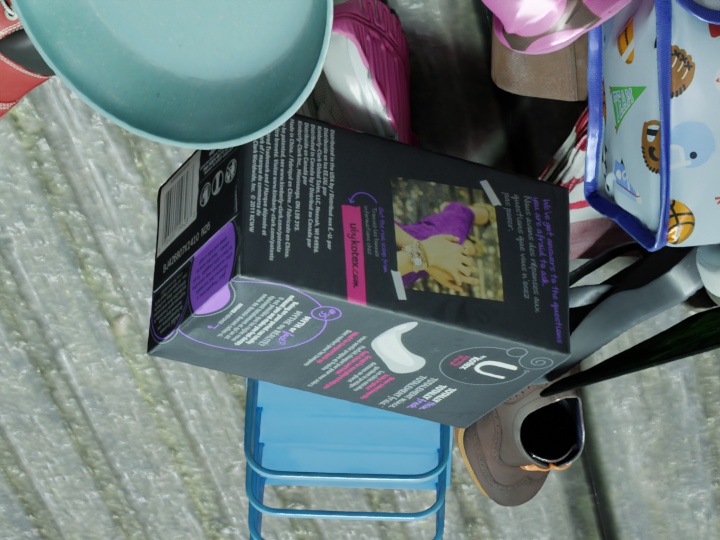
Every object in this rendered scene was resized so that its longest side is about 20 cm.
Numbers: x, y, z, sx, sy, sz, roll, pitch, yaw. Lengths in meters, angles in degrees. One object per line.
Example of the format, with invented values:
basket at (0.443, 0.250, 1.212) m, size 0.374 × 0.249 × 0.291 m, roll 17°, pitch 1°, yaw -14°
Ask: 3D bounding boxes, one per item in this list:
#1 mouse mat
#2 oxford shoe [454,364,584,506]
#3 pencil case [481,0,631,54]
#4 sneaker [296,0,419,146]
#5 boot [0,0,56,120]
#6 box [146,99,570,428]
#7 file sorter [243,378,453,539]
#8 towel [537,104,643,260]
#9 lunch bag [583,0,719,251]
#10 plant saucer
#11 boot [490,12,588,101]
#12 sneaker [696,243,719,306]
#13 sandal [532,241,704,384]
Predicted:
mouse mat at (0.214, 0.031, 1.560) m, size 0.161 × 0.008 × 0.200 m, roll -19°, pitch -179°, yaw 40°
oxford shoe at (0.107, 0.109, 1.733) m, size 0.071 × 0.073 × 0.200 m, roll -15°, pitch 147°, yaw -11°
pencil case at (0.048, -0.197, 1.241) m, size 0.091 × 0.094 × 0.200 m, roll -39°, pitch 108°, yaw -9°
sneaker at (-0.015, -0.075, 1.484) m, size 0.088 × 0.082 × 0.200 m, roll -3°, pitch 144°, yaw 4°
boot at (-0.245, -0.140, 1.419) m, size 0.144 × 0.073 × 0.200 m, roll -28°, pitch 143°, yaw 35°
box at (0.000, 0.000, 1.436) m, size 0.200 × 0.106 × 0.122 m, roll 15°, pitch 151°, yaw -24°
file sorter at (-0.009, 0.132, 1.743) m, size 0.138 × 0.123 × 0.200 m, roll 2°, pitch 145°, yaw 1°
towel at (0.172, -0.063, 1.500) m, size 0.144 × 0.023 × 0.200 m, roll -8°, pitch 151°, yaw -27°
lunch bag at (0.205, -0.120, 1.317) m, size 0.170 × 0.124 × 0.201 m, roll -4°, pitch 107°, yaw -17°
plant saucer at (-0.093, -0.159, 1.343) m, size 0.199 × 0.036 × 0.201 m, roll 15°, pitch 123°, yaw 24°
boot at (0.065, -0.150, 1.393) m, size 0.186 × 0.064 × 0.200 m, roll -4°, pitch 149°, yaw 6°
sneaker at (0.229, 0.021, 1.379) m, size 0.077 × 0.082 × 0.200 m, roll -1°, pitch 180°, yaw 26°
sandal at (0.143, 0.008, 1.527) m, size 0.043 × 0.076 × 0.200 m, roll 46°, pitch 144°, yaw -6°
